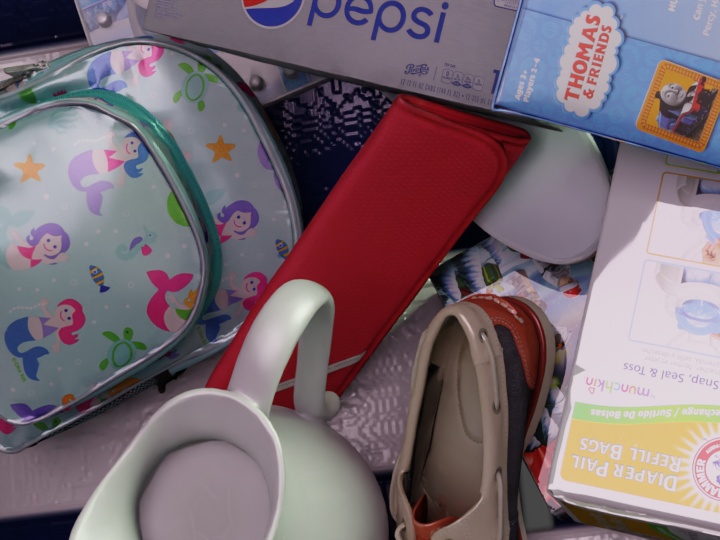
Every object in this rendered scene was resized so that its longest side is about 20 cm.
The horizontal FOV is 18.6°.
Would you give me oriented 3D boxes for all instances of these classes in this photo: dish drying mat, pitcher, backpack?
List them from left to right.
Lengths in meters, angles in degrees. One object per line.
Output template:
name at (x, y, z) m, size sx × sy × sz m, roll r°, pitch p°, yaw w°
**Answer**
backpack at (-0.129, -0.023, 1.090) m, size 0.199 × 0.151 × 0.178 m, roll -25°, pitch 96°, yaw -2°
pitcher at (-0.043, 0.096, 1.017) m, size 0.121 × 0.200 × 0.172 m, roll 29°, pitch 85°, yaw 17°
dish drying mat at (0.000, 0.000, 1.046) m, size 0.200 × 0.076 × 0.018 m, roll -54°, pitch 37°, yaw 34°

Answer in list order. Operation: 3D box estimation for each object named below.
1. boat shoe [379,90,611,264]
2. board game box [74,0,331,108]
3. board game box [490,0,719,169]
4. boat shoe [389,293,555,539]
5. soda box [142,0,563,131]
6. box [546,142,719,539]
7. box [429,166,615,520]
boat shoe at (0.055, -0.078, 1.082) m, size 0.199 × 0.068 × 0.074 m, roll 41°, pitch 101°, yaw 19°
board game box at (-0.067, -0.187, 1.175) m, size 0.199 × 0.026 × 0.201 m, roll -22°, pitch 74°, yaw 8°
board game box at (0.169, -0.115, 0.911) m, size 0.199 × 0.037 × 0.152 m, roll 16°, pitch 100°, yaw 3°
boat shoe at (0.045, 0.109, 1.042) m, size 0.071 × 0.062 × 0.201 m, roll 16°, pitch 101°, yaw 31°
soda box at (0.003, -0.119, 1.032) m, size 0.199 × 0.068 × 0.064 m, roll 15°, pitch 93°, yaw 23°
box at (0.158, 0.023, 0.990) m, size 0.101 × 0.113 × 0.201 m, roll 11°, pitch 79°, yaw 14°
box at (0.151, 0.014, 1.074) m, size 0.199 × 0.040 × 0.137 m, roll -30°, pitch 74°, yaw 5°
